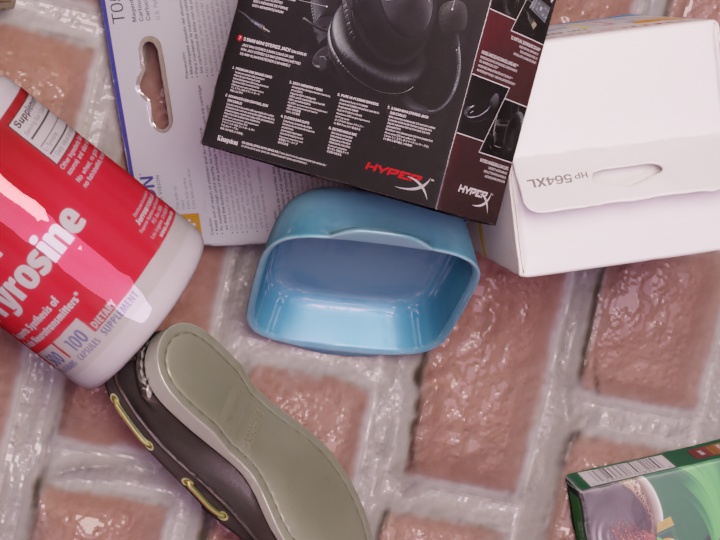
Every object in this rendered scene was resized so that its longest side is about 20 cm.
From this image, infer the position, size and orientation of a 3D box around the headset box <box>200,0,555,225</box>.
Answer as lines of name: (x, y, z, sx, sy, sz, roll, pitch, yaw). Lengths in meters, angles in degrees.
headset box: (0.019, -0.140, 1.210, 0.148, 0.077, 0.201, 15, 91, 29)

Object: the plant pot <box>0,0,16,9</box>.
plant pot: (-0.289, -0.233, 1.231, 0.176, 0.200, 0.201, -2, 98, 3)

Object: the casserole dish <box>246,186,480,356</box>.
casserole dish: (0.000, 0.000, 1.315, 0.120, 0.200, 0.039, 6, 70, -6)

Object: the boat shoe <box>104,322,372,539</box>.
boat shoe: (-0.069, 0.114, 1.374, 0.201, 0.060, 0.072, 51, 43, -20)

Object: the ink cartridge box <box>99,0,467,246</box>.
ink cartridge box: (-0.044, -0.115, 1.332, 0.199, 0.043, 0.198, -2, 104, 22)

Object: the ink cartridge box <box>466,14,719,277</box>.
ink cartridge box: (0.127, -0.073, 1.309, 0.128, 0.200, 0.126, -9, 97, -8)

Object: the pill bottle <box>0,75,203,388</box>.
pill bottle: (-0.195, -0.035, 1.303, 0.200, 0.112, 0.112, 38, 90, -12)

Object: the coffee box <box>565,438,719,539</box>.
coffee box: (0.233, 0.165, 1.440, 0.199, 0.044, 0.124, -11, 99, -8)
